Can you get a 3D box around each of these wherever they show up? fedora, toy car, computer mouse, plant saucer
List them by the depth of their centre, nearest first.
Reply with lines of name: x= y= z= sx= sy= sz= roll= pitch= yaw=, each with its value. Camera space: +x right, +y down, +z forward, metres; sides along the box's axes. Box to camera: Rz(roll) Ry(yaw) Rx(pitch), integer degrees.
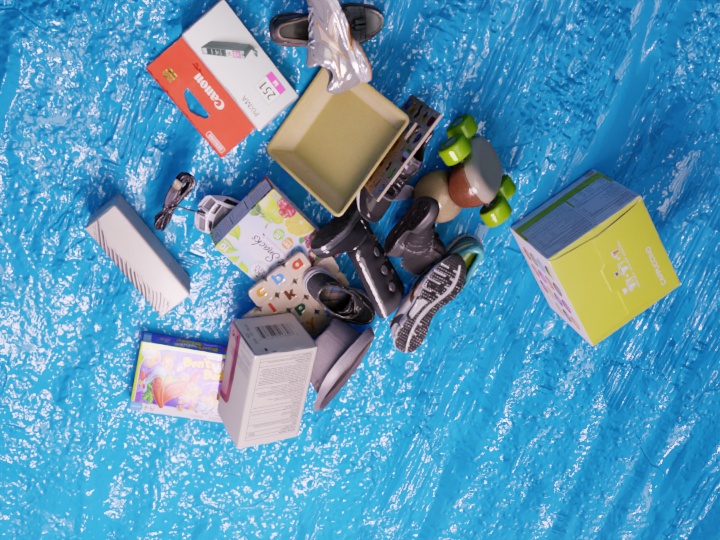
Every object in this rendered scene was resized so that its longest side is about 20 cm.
plant saucer: x=-0.033 y=-0.222 z=1.409 sx=0.201 sy=0.200 sz=0.048 roll=-52 pitch=155 yaw=10
computer mouse: x=-0.250 y=-0.095 z=1.445 sx=0.197 sy=0.044 sz=0.111 roll=18 pitch=109 yaw=-30
toy car: x=0.152 y=-0.146 z=1.497 sx=0.198 sy=0.159 sz=0.165 roll=-27 pitch=111 yaw=30
fedora: x=-0.055 y=0.158 z=1.533 sx=0.090 sy=0.201 sz=0.177 roll=38 pitch=68 yaw=8

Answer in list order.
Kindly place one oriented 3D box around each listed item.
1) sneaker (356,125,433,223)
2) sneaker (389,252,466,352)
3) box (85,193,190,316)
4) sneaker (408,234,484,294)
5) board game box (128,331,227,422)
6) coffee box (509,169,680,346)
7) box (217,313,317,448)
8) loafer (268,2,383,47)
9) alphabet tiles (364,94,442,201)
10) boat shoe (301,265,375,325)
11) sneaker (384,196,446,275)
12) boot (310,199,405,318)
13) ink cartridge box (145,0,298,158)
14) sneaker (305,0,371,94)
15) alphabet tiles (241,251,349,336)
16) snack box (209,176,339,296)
sneaker: x=0.060 y=-0.177 z=1.442 sx=0.075 sy=0.087 sz=0.204 roll=24 pitch=89 yaw=-32
sneaker: x=0.114 y=0.047 z=1.513 sx=0.073 sy=0.080 sz=0.201 roll=33 pitch=99 yaw=-25
box: x=-0.377 y=-0.026 z=1.433 sx=0.068 sy=0.082 sz=0.201 roll=-35 pitch=110 yaw=4
sneaker: x=0.157 y=0.020 z=1.560 sx=0.077 sy=0.080 sz=0.202 roll=33 pitch=100 yaw=-20
board game box: x=-0.316 y=0.199 z=1.541 sx=0.195 sy=0.045 sz=0.138 roll=10 pitch=106 yaw=-15
coffee box: x=0.427 y=-0.028 z=1.536 sx=0.198 sy=0.198 sz=0.202 roll=-33 pitch=112 yaw=1
box: x=-0.168 y=0.193 z=1.479 sx=0.125 sy=0.109 sz=0.204 roll=-5 pitch=123 yaw=-33
loafer: x=-0.052 y=-0.398 z=1.381 sx=0.195 sy=0.063 sz=0.074 roll=-9 pitch=110 yaw=-8
alphabet tiles: x=0.054 y=-0.212 z=1.394 sx=0.007 sy=0.200 sz=0.168 roll=33 pitch=101 yaw=-23
boat shoe: x=-0.032 y=0.060 z=1.510 sx=0.069 sy=0.057 sz=0.199 roll=-47 pitch=136 yaw=8
sneaker: x=0.113 y=-0.058 z=1.477 sx=0.102 sy=0.061 sz=0.200 roll=16 pitch=146 yaw=-22
boot: x=0.001 y=-0.001 z=1.488 sx=0.064 sy=0.165 sz=0.203 roll=-5 pitch=119 yaw=37
ink cartridge box: x=-0.229 y=-0.313 z=1.386 sx=0.173 sy=0.044 sz=0.201 roll=-40 pitch=112 yaw=2
sneaker: x=-0.059 y=-0.371 z=1.322 sx=0.091 sy=0.076 sz=0.202 roll=-29 pitch=113 yaw=1
alphabet tiles: x=-0.115 y=0.057 z=1.503 sx=0.198 sy=0.015 sz=0.197 roll=-37 pitch=137 yaw=-3
snack box: x=-0.147 y=-0.046 z=1.458 sx=0.142 sy=0.053 sz=0.200 roll=-42 pitch=131 yaw=6
